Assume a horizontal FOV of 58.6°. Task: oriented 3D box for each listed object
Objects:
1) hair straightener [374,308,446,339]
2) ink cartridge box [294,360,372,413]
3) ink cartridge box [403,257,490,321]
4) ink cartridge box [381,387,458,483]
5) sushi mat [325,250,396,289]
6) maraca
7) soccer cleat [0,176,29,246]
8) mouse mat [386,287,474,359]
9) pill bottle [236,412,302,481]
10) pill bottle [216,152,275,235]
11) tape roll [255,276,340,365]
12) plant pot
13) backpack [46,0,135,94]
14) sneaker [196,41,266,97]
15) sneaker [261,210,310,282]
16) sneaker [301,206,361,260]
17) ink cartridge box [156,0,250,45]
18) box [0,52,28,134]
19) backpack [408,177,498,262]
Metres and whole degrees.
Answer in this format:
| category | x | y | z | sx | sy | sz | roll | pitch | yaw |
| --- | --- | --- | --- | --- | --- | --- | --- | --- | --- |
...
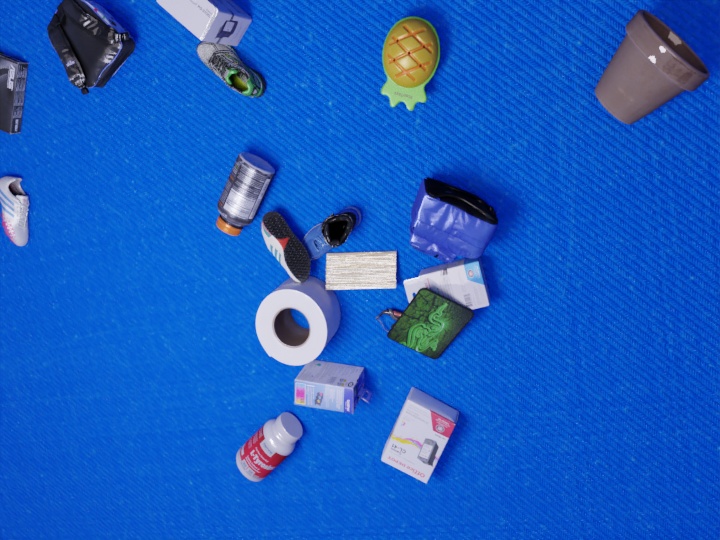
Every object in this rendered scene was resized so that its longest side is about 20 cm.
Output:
| category | x | y | z | sx | sy | sz | roll | pitch | yaw |
| --- | --- | --- | --- | --- | --- | --- | --- | --- | --- |
| hair straightener | 0.132 | 0.151 | 1.676 | 0.194 | 0.041 | 0.079 | 11 | 107 | 5 |
| ink cartridge box | -0.067 | 0.311 | 1.720 | 0.194 | 0.137 | 0.079 | 5 | 108 | 13 |
| ink cartridge box | 0.217 | 0.046 | 1.614 | 0.195 | 0.068 | 0.119 | -14 | 102 | 17 |
| ink cartridge box | 0.159 | 0.443 | 1.726 | 0.145 | 0.086 | 0.204 | 24 | 108 | 7 |
| sushi mat | 0.000 | 0.000 | 1.672 | 0.194 | 0.012 | 0.099 | -2 | 86 | 14 |
| maraca | 0.113 | -0.477 | 1.483 | 0.133 | 0.107 | 0.206 | 13 | 108 | 10 |
| soccer cleat | -0.999 | -0.173 | 1.866 | 0.084 | 0.070 | 0.206 | -8 | 102 | 16 |
| mouse mat | 0.175 | 0.138 | 1.622 | 0.158 | 0.008 | 0.202 | 25 | 129 | -11 |
| pill bottle | -0.257 | 0.500 | 1.832 | 0.112 | 0.112 | 0.200 | 44 | 110 | -1 |
| pill bottle | -0.307 | -0.193 | 1.666 | 0.105 | 0.106 | 0.203 | 31 | 110 | 4 |
| tape roll | -0.162 | 0.129 | 1.696 | 0.197 | 0.139 | 0.209 | 4 | 106 | 13 |
| plant pot | 0.595 | -0.409 | 1.349 | 0.199 | 0.201 | 0.175 | 40 | 127 | 1 |
| backpack | -0.687 | -0.590 | 1.635 | 0.199 | 0.154 | 0.191 | -41 | 100 | 14 |
| sneaker | -0.328 | -0.508 | 1.600 | 0.198 | 0.085 | 0.079 | 35 | 110 | 4 |
| sneaker | -0.199 | -0.056 | 1.688 | 0.070 | 0.093 | 0.202 | -32 | 88 | -22 |
| sneaker | -0.089 | -0.086 | 1.635 | 0.197 | 0.111 | 0.078 | -32 | 96 | 20 |
| ink cartridge box | -0.366 | -0.617 | 1.519 | 0.144 | 0.200 | 0.085 | 40 | 110 | 1 |
| box | -1.035 | -0.513 | 1.799 | 0.189 | 0.047 | 0.205 | 23 | 109 | 10 |
| backpack | 0.219 | -0.111 | 1.530 | 0.195 | 0.164 | 0.171 | 18 | 118 | -5 |
